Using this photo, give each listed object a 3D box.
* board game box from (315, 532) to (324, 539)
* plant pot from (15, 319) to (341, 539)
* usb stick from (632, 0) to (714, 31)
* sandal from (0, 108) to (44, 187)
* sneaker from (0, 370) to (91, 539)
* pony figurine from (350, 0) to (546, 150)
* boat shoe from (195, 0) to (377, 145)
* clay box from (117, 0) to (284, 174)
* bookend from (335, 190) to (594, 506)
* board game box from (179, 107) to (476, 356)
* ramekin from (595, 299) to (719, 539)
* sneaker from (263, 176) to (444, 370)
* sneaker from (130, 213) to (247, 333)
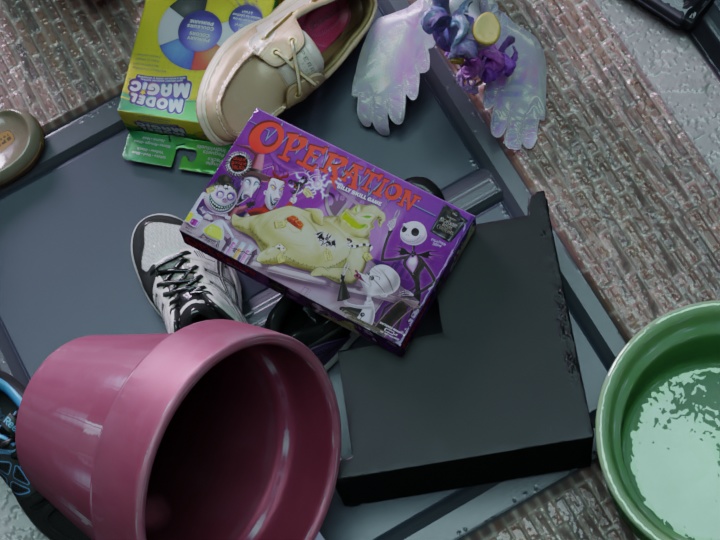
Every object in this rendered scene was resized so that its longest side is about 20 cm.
[{"bbox_3d":[-0.087,0.282,1.154,0.199,0.043,0.200,-29,72,-24],"label":"board game box"},{"bbox_3d":[-0.142,0.126,1.119,0.178,0.200,0.201,12,69,40],"label":"plant pot"},{"bbox_3d":[0.214,-0.276,1.359,0.199,0.033,0.056,36,70,16],"label":"usb stick"},{"bbox_3d":[-0.358,-0.076,1.324,0.199,0.054,0.081,-36,72,-8],"label":"sandal"},{"bbox_3d":[-0.253,0.149,1.223,0.200,0.082,0.073,39,76,15],"label":"sneaker"},{"bbox_3d":[0.083,-0.206,1.281,0.165,0.200,0.195,9,87,1],"label":"pony figurine"},{"bbox_3d":[-0.057,-0.177,1.291,0.069,0.074,0.200,1,43,45],"label":"boat shoe"},{"bbox_3d":[-0.134,-0.185,1.347,0.114,0.048,0.202,9,71,7],"label":"clay box"},{"bbox_3d":[0.066,0.063,1.221,0.198,0.092,0.201,-10,69,3],"label":"bookend"},{"bbox_3d":[-0.025,-0.032,1.204,0.199,0.032,0.121,26,69,15],"label":"board game box"},{"bbox_3d":[0.273,0.132,1.176,0.198,0.098,0.202,-2,70,4],"label":"ramekin"},{"bbox_3d":[0.000,0.000,1.250,0.076,0.088,0.200,36,77,15],"label":"sneaker"},{"bbox_3d":[-0.126,0.028,1.252,0.075,0.088,0.201,-31,70,-4],"label":"sneaker"}]
